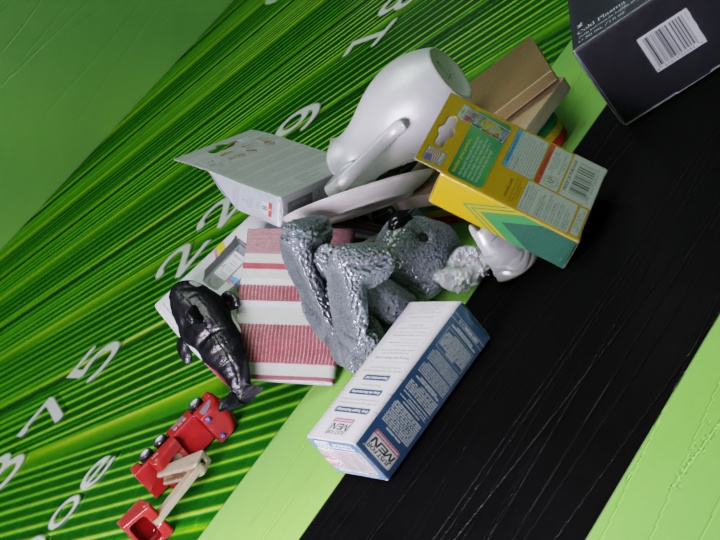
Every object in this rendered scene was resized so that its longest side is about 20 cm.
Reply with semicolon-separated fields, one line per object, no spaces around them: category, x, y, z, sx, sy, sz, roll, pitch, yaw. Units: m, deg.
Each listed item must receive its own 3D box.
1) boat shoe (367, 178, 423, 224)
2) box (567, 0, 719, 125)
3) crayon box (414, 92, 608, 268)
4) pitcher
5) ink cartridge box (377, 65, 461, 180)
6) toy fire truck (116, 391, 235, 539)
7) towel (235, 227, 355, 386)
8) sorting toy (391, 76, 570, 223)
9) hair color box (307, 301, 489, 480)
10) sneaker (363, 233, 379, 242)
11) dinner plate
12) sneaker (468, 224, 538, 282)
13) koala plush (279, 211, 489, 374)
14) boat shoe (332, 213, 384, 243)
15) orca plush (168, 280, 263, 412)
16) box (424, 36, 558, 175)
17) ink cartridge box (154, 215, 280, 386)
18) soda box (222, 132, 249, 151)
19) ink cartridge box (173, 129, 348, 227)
boat shoe;0.033;-0.091;1.879;0.199;0.066;0.070;-27;25;34
box;0.366;-0.311;1.663;0.199;0.124;0.197;-32;21;22
crayon box;0.161;-0.101;1.513;0.126;0.198;0.052;-60;-5;-41
pitcher;0.039;-0.175;1.706;0.200;0.121;0.172;-40;12;26
ink cartridge box;0.054;-0.187;1.929;0.199;0.041;0.200;-31;-18;-48
toy fire truck;-0.226;0.245;1.702;0.200;0.049;0.141;-45;22;-12
towel;-0.085;0.043;1.697;0.142;0.023;0.203;1;69;17
sorting toy;0.164;-0.142;1.749;0.201;0.070;0.198;-51;24;-25
hair color box;0.042;0.125;1.461;0.201;0.061;0.100;-51;23;-23
sneaker;0.000;0.000;1.753;0.199;0.073;0.085;-34;16;10
dinner plate;0.000;-0.085;1.691;0.197;0.025;0.200;-19;-2;-1
sneaker;0.190;-0.082;1.580;0.070;0.080;0.201;-20;29;46
koala plush;0.037;0.004;1.609;0.198;0.186;0.177;-28;28;-24
boat shoe;-0.023;-0.061;1.830;0.198;0.072;0.073;9;62;42
orca plush;-0.196;0.082;1.671;0.104;0.071;0.202;-31;57;19
box;0.159;-0.215;1.772;0.199;0.021;0.164;-36;21;13
ink cartridge box;-0.152;0.036;1.820;0.200;0.148;0.086;-44;49;-7
soda box;-0.122;-0.105;1.978;0.070;0.200;0.064;-32;40;19
ink cartridge box;-0.127;-0.126;1.829;0.198;0.051;0.161;18;31;35
